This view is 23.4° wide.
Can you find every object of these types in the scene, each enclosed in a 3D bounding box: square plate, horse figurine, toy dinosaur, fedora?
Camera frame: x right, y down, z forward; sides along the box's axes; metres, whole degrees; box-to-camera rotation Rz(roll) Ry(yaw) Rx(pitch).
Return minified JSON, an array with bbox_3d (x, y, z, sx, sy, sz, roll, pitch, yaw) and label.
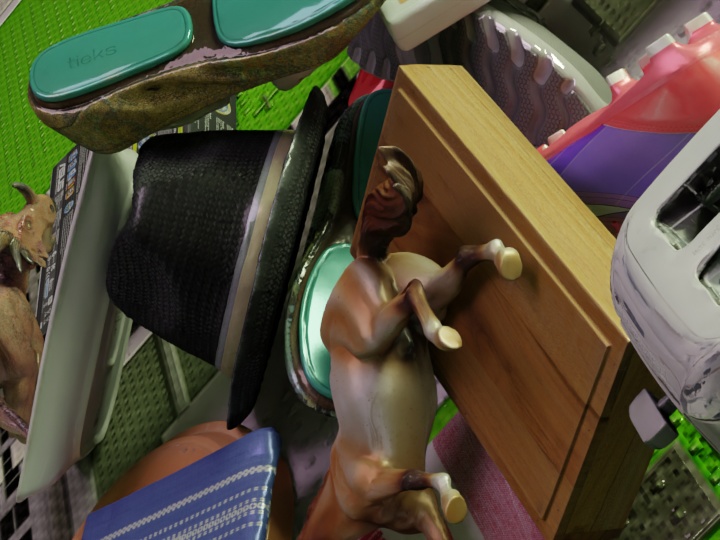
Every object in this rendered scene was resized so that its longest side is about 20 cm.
[{"bbox_3d":[-0.150,0.025,0.991,0.200,0.028,0.199,-177,98,-89],"label":"square plate"},{"bbox_3d":[0.015,0.050,0.705,0.132,0.050,0.201,9,100,63],"label":"horse figurine"},{"bbox_3d":[-0.225,0.032,1.045,0.200,0.085,0.136,-116,29,-67],"label":"toy dinosaur"},{"bbox_3d":[-0.078,-0.015,0.893,0.201,0.091,0.201,-166,90,-89],"label":"fedora"}]

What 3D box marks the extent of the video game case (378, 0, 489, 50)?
[{"bbox_3d":[0.079,-0.212,0.871,0.200,0.023,0.182,-31,40,7],"label":"video game case"}]

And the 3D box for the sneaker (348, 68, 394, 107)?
[{"bbox_3d":[0.015,-0.184,0.992,0.078,0.115,0.201,-12,48,53],"label":"sneaker"}]

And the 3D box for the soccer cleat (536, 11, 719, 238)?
[{"bbox_3d":[0.106,-0.033,0.752,0.067,0.077,0.200,-28,-8,-40],"label":"soccer cleat"}]

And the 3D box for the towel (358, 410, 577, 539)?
[{"bbox_3d":[0.006,0.152,0.730,0.200,0.023,0.144,-45,29,11],"label":"towel"}]

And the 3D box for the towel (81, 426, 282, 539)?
[{"bbox_3d":[-0.095,0.178,0.813,0.145,0.024,0.201,-30,38,34],"label":"towel"}]

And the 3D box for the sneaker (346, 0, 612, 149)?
[{"bbox_3d":[0.071,-0.114,0.875,0.200,0.082,0.075,42,139,46],"label":"sneaker"}]

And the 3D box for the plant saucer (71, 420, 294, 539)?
[{"bbox_3d":[-0.112,0.166,0.899,0.200,0.032,0.201,-37,33,30],"label":"plant saucer"}]

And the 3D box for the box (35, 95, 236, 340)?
[{"bbox_3d":[-0.151,-0.049,1.179,0.160,0.044,0.200,-40,32,24],"label":"box"}]

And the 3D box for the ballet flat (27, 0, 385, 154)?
[{"bbox_3d":[-0.065,-0.107,0.851,0.199,0.071,0.071,-19,39,14],"label":"ballet flat"}]

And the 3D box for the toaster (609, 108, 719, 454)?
[{"bbox_3d":[0.175,-0.004,0.538,0.200,0.129,0.114,-47,30,15],"label":"toaster"}]

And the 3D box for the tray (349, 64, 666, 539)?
[{"bbox_3d":[0.057,0.007,0.712,0.200,0.037,0.099,56,140,47],"label":"tray"}]

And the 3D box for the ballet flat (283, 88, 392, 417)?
[{"bbox_3d":[0.000,0.000,0.887,0.074,0.074,0.201,-25,38,43],"label":"ballet flat"}]
